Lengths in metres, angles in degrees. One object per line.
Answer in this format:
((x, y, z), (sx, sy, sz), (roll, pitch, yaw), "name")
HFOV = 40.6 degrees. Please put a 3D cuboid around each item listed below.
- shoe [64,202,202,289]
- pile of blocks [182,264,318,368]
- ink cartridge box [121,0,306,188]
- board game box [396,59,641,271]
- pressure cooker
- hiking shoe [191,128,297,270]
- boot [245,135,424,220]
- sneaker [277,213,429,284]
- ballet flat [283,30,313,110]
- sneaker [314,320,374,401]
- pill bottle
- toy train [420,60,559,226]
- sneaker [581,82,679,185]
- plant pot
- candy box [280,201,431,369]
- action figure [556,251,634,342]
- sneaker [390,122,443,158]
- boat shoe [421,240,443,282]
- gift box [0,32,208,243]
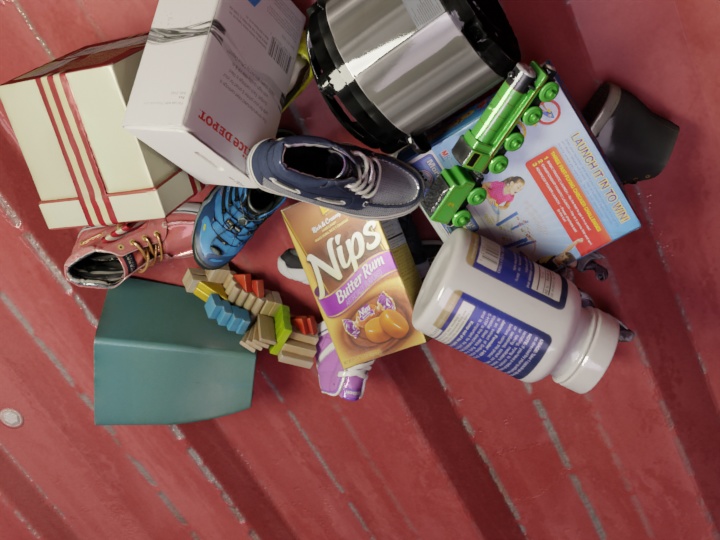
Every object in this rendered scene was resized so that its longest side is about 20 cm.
((-0.265, -0.025, 1.202), (0.198, 0.091, 0.072), (-6, 122, 9), "shoe")
((-0.134, 0.048, 1.233), (0.199, 0.082, 0.062), (30, 122, -3), "pile of blocks")
((-0.142, -0.204, 0.982), (0.085, 0.202, 0.146), (7, 164, 29), "ink cartridge box")
((0.171, -0.090, 1.064), (0.195, 0.056, 0.201), (-29, 109, 20), "board game box")
((0.040, -0.230, 0.992), (0.199, 0.177, 0.178), (-31, 134, 23), "pressure cooker")
((-0.139, -0.078, 1.142), (0.074, 0.087, 0.201), (32, 106, -15), "hiking shoe")
((-0.009, -0.091, 0.967), (0.198, 0.090, 0.074), (5, 90, -26), "boot")
((-0.013, -0.045, 1.187), (0.198, 0.075, 0.115), (1, 104, 23), "sneaker")
((-0.116, -0.191, 1.099), (0.067, 0.067, 0.200), (39, 118, -21), "ballet flat")
((0.007, 0.099, 1.212), (0.072, 0.115, 0.200), (10, 151, -26), "sneaker")
((0.166, 0.049, 1.036), (0.199, 0.120, 0.120), (26, 121, -5), "pill bottle")
((0.128, -0.127, 0.988), (0.056, 0.042, 0.201), (11, 124, -35), "toy train")
((0.273, -0.105, 1.118), (0.105, 0.075, 0.201), (27, 120, -9), "sneaker")
((-0.235, 0.110, 1.266), (0.198, 0.142, 0.142), (5, 124, -8), "plant pot")
((0.000, 0.000, 1.119), (0.116, 0.056, 0.202), (-21, 92, 28), "candy box")
((0.259, 0.040, 1.191), (0.130, 0.069, 0.200), (-49, 132, -3), "action figure")
((0.115, -0.093, 1.154), (0.200, 0.075, 0.082), (46, 130, -15), "sneaker")
((0.121, 0.012, 1.215), (0.198, 0.061, 0.074), (6, 125, 1), "boat shoe")
((-0.262, -0.147, 1.064), (0.198, 0.185, 0.188), (-2, 116, 31), "gift box")
